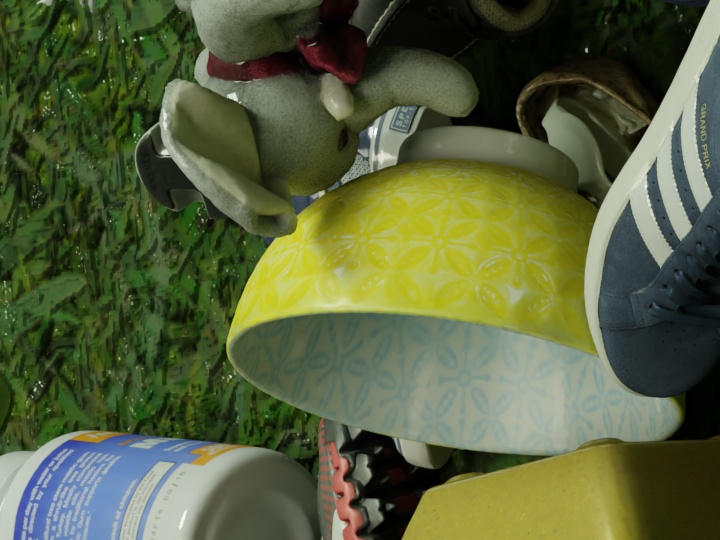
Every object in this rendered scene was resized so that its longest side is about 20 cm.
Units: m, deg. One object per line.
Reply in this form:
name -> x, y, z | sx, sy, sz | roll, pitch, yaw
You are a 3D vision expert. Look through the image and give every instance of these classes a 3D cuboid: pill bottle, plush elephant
pill bottle -> -0.119, 0.141, 1.550 | 0.200, 0.112, 0.112 | 3, 97, 45
plush elephant -> -0.025, -0.099, 1.219 | 0.200, 0.165, 0.155 | -20, 112, 14

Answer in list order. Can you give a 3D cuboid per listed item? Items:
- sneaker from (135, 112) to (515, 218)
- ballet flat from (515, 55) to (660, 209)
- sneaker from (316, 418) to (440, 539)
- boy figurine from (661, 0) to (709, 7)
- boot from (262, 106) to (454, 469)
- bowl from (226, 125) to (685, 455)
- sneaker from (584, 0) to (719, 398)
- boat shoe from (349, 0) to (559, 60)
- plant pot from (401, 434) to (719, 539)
sneaker -> -0.004, -0.071, 1.441 | 0.200, 0.089, 0.074 | 6, 126, 22
ballet flat -> 0.137, -0.022, 1.306 | 0.200, 0.065, 0.071 | 44, 121, 32
sneaker -> 0.005, 0.159, 1.455 | 0.098, 0.071, 0.201 | -21, 81, 42
boy figurine -> 0.191, -0.136, 1.239 | 0.200, 0.064, 0.124 | 18, 89, 40
boot -> 0.000, 0.000, 1.401 | 0.090, 0.073, 0.200 | 9, 123, 23
bowl -> 0.048, 0.002, 1.277 | 0.200, 0.200, 0.108 | -10, 64, 45
sneaker -> 0.146, -0.023, 1.119 | 0.085, 0.075, 0.200 | -120, 40, -50
boat shoe -> 0.055, -0.132, 1.278 | 0.200, 0.073, 0.065 | -48, 46, 47
plant pot -> 0.117, 0.177, 1.268 | 0.195, 0.194, 0.200 | -18, 77, 45
